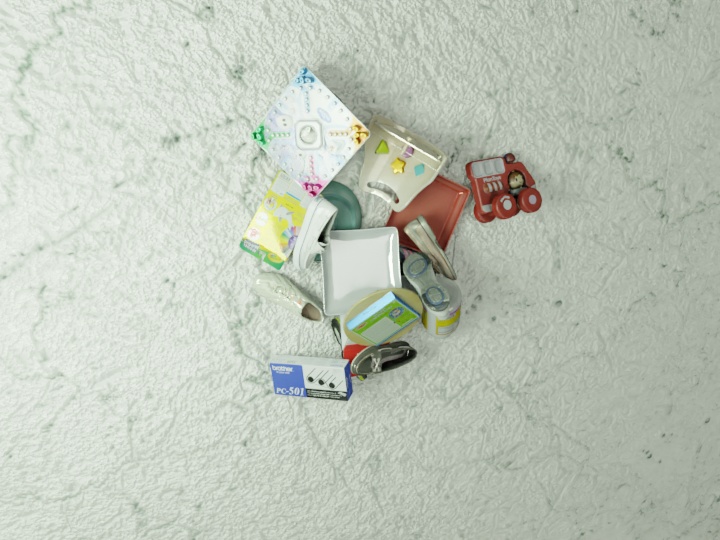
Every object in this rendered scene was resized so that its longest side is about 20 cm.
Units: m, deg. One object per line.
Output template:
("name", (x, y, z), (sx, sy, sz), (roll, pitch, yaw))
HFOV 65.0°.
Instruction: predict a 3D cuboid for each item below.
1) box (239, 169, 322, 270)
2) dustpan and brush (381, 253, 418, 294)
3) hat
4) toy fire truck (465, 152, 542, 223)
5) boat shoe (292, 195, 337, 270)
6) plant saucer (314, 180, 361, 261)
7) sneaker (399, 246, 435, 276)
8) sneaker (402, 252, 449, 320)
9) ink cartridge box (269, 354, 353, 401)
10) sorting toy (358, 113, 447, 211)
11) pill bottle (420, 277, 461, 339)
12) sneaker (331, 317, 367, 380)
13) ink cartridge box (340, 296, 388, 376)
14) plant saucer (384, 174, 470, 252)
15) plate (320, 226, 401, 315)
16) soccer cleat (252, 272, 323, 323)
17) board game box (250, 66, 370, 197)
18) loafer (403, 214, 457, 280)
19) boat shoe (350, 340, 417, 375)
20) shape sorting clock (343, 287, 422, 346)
("box", (-0.182, -0.113, 1.293), (0.117, 0.048, 0.201), (30, 92, -6))
("dustpan and brush", (0.092, 0.045, 1.440), (0.139, 0.057, 0.201), (-40, 103, -38))
("hat", (-0.104, -0.313, 1.255), (0.199, 0.081, 0.202), (5, 111, 13))
("toy fire truck", (0.381, -0.223, 1.498), (0.198, 0.112, 0.170), (-14, 94, -21))
("boat shoe", (-0.101, -0.070, 1.277), (0.074, 0.065, 0.201), (-44, 159, -46))
("plant saucer", (-0.081, -0.115, 1.364), (0.198, 0.036, 0.202), (-8, 110, -22))
("sneaker", (0.119, -0.033, 1.473), (0.200, 0.070, 0.083), (37, 61, -24))
("sneaker", (0.159, 0.040, 1.374), (0.074, 0.201, 0.087), (-22, 140, 2))
("ink cartridge box", (-0.122, 0.265, 1.401), (0.198, 0.044, 0.095), (1, 112, 19))
("sorting toy", (0.084, -0.244, 1.352), (0.199, 0.107, 0.181), (32, 109, 6))
("pill bottle", (0.211, 0.108, 1.488), (0.104, 0.104, 0.201), (-31, 151, -11))
("sneaker", (-0.009, 0.201, 1.481), (0.080, 0.074, 0.201), (-25, 117, -18))
("ink cartridge box", (0.025, 0.163, 1.439), (0.160, 0.050, 0.202), (-1, 84, -39))
("plant saucer", (0.164, -0.152, 1.458), (0.198, 0.037, 0.201), (19, 99, -28))
("plate", (0.000, 0.000, 1.369), (0.198, 0.032, 0.202), (-5, 91, -14))
("soccer cleat", (-0.167, 0.066, 1.361), (0.199, 0.078, 0.070), (33, 92, -28))
("board game box", (-0.112, -0.289, 1.207), (0.200, 0.026, 0.200), (44, 115, -4))
("loafer", (0.179, -0.047, 1.448), (0.063, 0.072, 0.201), (-30, 111, 6))
("boat shoe", (0.064, 0.222, 1.427), (0.199, 0.057, 0.068), (-13, 109, -41))
("shape sorting clock", (0.054, 0.112, 1.354), (0.198, 0.039, 0.201), (-14, 141, -11))
